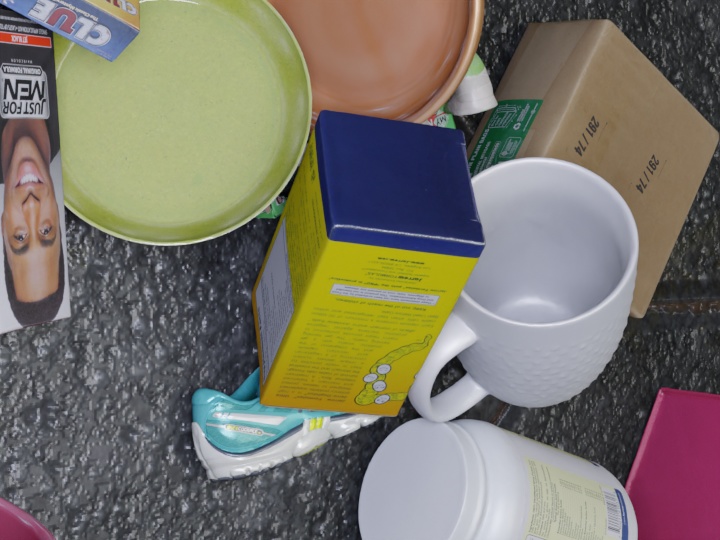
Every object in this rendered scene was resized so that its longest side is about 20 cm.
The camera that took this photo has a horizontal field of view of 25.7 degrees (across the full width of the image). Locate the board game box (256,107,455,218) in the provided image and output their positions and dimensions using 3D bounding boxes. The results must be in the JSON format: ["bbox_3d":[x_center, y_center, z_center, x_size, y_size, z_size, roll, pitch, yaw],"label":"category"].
[{"bbox_3d":[-0.019,-0.139,1.231,0.199,0.029,0.136,-27,109,-35],"label":"board game box"}]

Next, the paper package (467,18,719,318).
[{"bbox_3d":[0.192,-0.087,1.357,0.190,0.103,0.201,38,69,-32],"label":"paper package"}]

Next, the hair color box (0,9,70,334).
[{"bbox_3d":[-0.238,-0.064,1.007,0.101,0.061,0.202,-19,107,-73],"label":"hair color box"}]

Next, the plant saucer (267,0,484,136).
[{"bbox_3d":[-0.003,-0.190,1.107,0.037,0.199,0.202,-26,109,-63],"label":"plant saucer"}]

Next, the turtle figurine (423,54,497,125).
[{"bbox_3d":[0.023,-0.207,1.194,0.144,0.199,0.195,-32,113,-58],"label":"turtle figurine"}]

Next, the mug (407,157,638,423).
[{"bbox_3d":[0.114,0.039,1.204,0.200,0.148,0.176,-37,152,-18],"label":"mug"}]

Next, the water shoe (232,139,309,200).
[{"bbox_3d":[-0.016,-0.056,1.173,0.199,0.071,0.080,1,96,-37],"label":"water shoe"}]

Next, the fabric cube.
[{"bbox_3d":[0.377,0.242,1.458,0.199,0.199,0.197,34,72,-34],"label":"fabric cube"}]

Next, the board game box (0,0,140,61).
[{"bbox_3d":[-0.231,-0.231,1.001,0.199,0.035,0.136,27,40,-34],"label":"board game box"}]

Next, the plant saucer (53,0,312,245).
[{"bbox_3d":[-0.133,-0.113,1.086,0.198,0.031,0.202,1,79,-6],"label":"plant saucer"}]

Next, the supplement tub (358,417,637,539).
[{"bbox_3d":[0.111,0.203,1.274,0.199,0.144,0.146,23,77,-37],"label":"supplement tub"}]

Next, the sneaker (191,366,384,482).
[{"bbox_3d":[-0.041,0.093,1.196,0.199,0.077,0.080,-21,96,-37],"label":"sneaker"}]

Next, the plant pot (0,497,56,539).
[{"bbox_3d":[-0.295,0.226,0.928,0.199,0.200,0.180,14,98,-38],"label":"plant pot"}]

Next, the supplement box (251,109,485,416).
[{"bbox_3d":[0.000,0.000,1.115,0.109,0.201,0.109,7,49,-17],"label":"supplement box"}]
